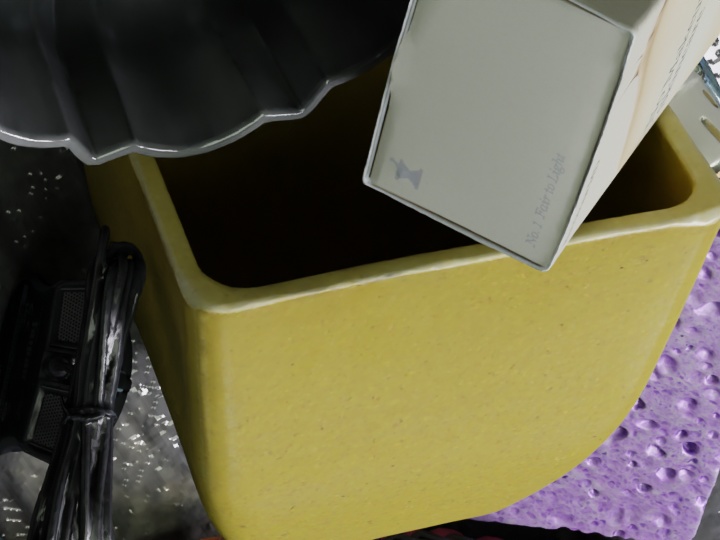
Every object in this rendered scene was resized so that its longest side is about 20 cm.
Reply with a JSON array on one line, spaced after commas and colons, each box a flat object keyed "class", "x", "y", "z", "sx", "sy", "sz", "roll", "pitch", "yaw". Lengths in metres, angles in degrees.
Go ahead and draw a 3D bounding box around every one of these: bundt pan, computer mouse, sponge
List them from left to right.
[{"class": "computer mouse", "x": -0.107, "y": 0.067, "z": 0.837, "sx": 0.046, "sy": 0.200, "sz": 0.141, "roll": 12, "pitch": 79, "yaw": -17}, {"class": "bundt pan", "x": -0.058, "y": -0.132, "z": 0.708, "sx": 0.202, "sy": 0.076, "sz": 0.202, "roll": -18, "pitch": 144, "yaw": -14}, {"class": "sponge", "x": 0.115, "y": 0.041, "z": 0.981, "sx": 0.111, "sy": 0.030, "sz": 0.200, "roll": 10, "pitch": 130, "yaw": -4}]

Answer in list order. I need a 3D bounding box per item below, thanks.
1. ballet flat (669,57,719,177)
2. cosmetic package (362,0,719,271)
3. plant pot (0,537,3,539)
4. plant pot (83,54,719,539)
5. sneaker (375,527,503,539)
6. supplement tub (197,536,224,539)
[{"class": "ballet flat", "x": 0.147, "y": -0.042, "z": 0.973, "sx": 0.074, "sy": 0.074, "sz": 0.200, "roll": -40, "pitch": 125, "yaw": 2}, {"class": "cosmetic package", "x": 0.084, "y": -0.101, "z": 0.763, "sx": 0.073, "sy": 0.200, "sz": 0.104, "roll": 27, "pitch": 133, "yaw": 11}, {"class": "plant pot", "x": -0.192, "y": 0.175, "z": 0.885, "sx": 0.161, "sy": 0.201, "sz": 0.201, "roll": -47, "pitch": 125, "yaw": -5}, {"class": "plant pot", "x": 0.000, "y": 0.000, "z": 0.870, "sx": 0.195, "sy": 0.194, "sz": 0.200, "roll": -11, "pitch": 137, "yaw": -16}, {"class": "sneaker", "x": 0.070, "y": 0.172, "z": 1.041, "sx": 0.200, "sy": 0.079, "sz": 0.096, "roll": 12, "pitch": 90, "yaw": -26}, {"class": "supplement tub", "x": -0.050, "y": 0.225, "z": 1.008, "sx": 0.122, "sy": 0.123, "sz": 0.200, "roll": -19, "pitch": 122, "yaw": -12}]
